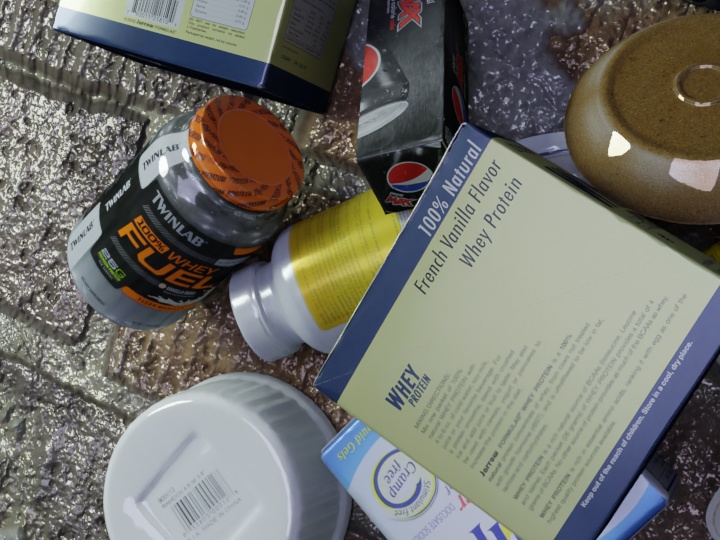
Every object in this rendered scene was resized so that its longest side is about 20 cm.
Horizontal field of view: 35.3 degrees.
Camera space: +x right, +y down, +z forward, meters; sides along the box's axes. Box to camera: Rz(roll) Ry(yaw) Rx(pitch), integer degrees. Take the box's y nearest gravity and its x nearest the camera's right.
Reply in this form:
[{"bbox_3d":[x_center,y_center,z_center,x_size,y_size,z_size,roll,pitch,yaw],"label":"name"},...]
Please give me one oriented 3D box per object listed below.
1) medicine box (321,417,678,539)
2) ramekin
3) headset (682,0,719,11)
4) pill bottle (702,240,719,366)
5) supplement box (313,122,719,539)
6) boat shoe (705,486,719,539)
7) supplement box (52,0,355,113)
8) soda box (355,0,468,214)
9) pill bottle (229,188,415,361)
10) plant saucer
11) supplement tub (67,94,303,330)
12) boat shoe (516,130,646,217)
[{"bbox_3d":[0.107,0.151,0.865,0.182,0.103,0.200,-46,74,12],"label":"medicine box"},{"bbox_3d":[-0.115,0.188,0.943,0.199,0.098,0.202,-1,88,19],"label":"ramekin"},{"bbox_3d":[0.245,-0.263,0.830,0.199,0.094,0.124,8,83,8],"label":"headset"},{"bbox_3d":[0.327,-0.005,0.788,0.200,0.113,0.113,-37,77,15],"label":"pill bottle"},{"bbox_3d":[0.116,0.043,0.735,0.199,0.134,0.201,34,102,18],"label":"supplement box"},{"bbox_3d":[0.306,0.116,0.757,0.075,0.062,0.201,35,127,21],"label":"boat shoe"},{"bbox_3d":[-0.112,-0.259,0.929,0.199,0.134,0.201,18,95,18],"label":"supplement box"},{"bbox_3d":[0.043,-0.141,0.864,0.070,0.063,0.201,-11,48,18],"label":"soda box"},{"bbox_3d":[0.000,0.000,0.902,0.199,0.112,0.112,-23,81,17],"label":"pill bottle"},{"bbox_3d":[0.245,-0.122,0.806,0.199,0.036,0.201,-8,52,10],"label":"plant saucer"},{"bbox_3d":[-0.141,-0.046,0.916,0.200,0.122,0.123,-39,75,38],"label":"supplement tub"},{"bbox_3d":[0.193,-0.053,0.854,0.201,0.075,0.087,0,71,13],"label":"boat shoe"}]
